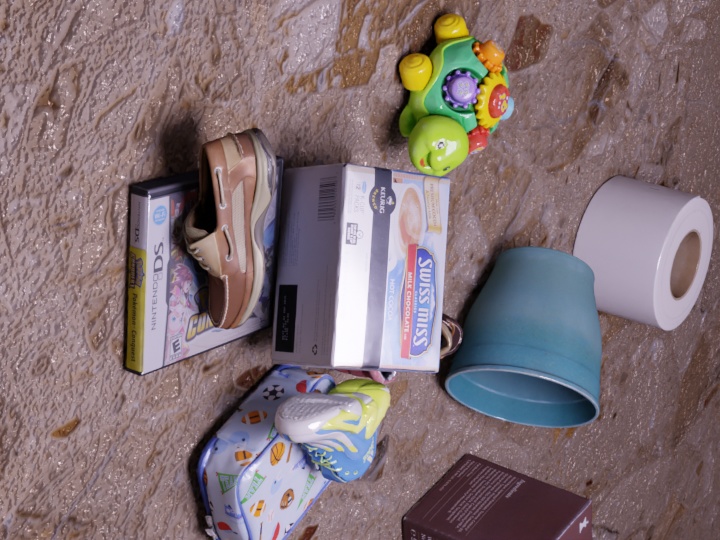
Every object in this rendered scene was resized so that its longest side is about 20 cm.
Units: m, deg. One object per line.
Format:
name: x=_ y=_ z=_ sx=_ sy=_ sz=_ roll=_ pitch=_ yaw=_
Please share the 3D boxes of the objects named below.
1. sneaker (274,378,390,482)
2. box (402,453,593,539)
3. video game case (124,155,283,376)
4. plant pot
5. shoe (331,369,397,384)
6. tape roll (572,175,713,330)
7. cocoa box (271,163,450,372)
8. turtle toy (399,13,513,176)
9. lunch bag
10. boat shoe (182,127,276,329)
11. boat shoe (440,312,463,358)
sneaker: x=-0.025 y=0.177 z=1.504 sx=0.199 sy=0.075 sz=0.106 roll=-10 pitch=106 yaw=-60
box: x=0.183 y=0.377 z=1.931 sx=0.164 sy=0.199 sz=0.167 roll=-36 pitch=132 yaw=-42
video game case: x=-0.149 y=-0.009 z=1.418 sx=0.199 sy=0.025 sz=0.183 roll=-19 pitch=120 yaw=-52
plant pot: x=0.224 y=0.079 z=1.880 sx=0.200 sy=0.198 sz=0.190 roll=46 pitch=52 yaw=-54
shoe: x=-0.001 y=0.029 z=1.596 sx=0.071 sy=0.090 sz=0.202 roll=-33 pitch=130 yaw=-45
tape roll: x=0.420 y=-0.025 z=2.163 sx=0.202 sy=0.138 sz=0.205 roll=-30 pitch=129 yaw=-46
cocoa box: x=0.000 y=0.000 z=1.480 sx=0.130 sy=0.133 sz=0.202 roll=5 pitch=87 yaw=-31
turtle toy: x=0.108 y=-0.186 z=1.655 sx=0.200 sy=0.100 sz=0.147 roll=-51 pitch=141 yaw=-31
lunch bag: x=-0.093 y=0.209 z=1.558 sx=0.200 sy=0.075 sz=0.161 roll=-46 pitch=141 yaw=-37
boat shoe: x=-0.130 y=-0.039 z=1.355 sx=0.073 sy=0.076 sz=0.202 roll=-6 pitch=121 yaw=-26
boat shoe: x=0.079 y=0.086 z=1.760 sx=0.199 sy=0.071 sz=0.073 roll=10 pitch=96 yaw=-58
